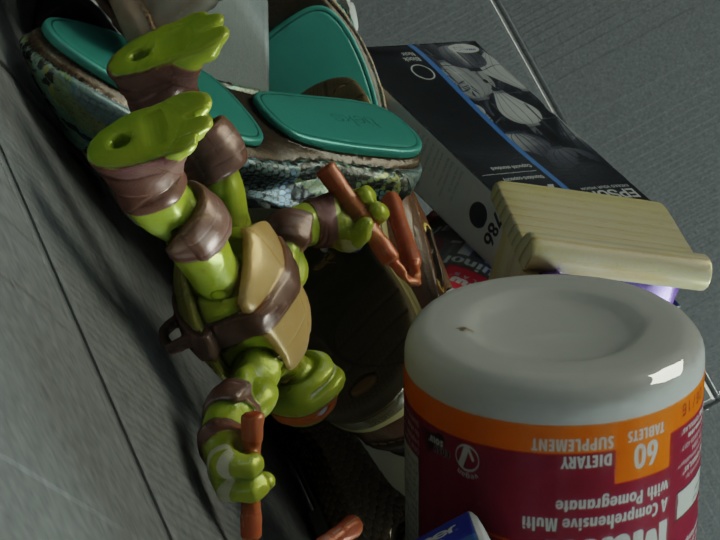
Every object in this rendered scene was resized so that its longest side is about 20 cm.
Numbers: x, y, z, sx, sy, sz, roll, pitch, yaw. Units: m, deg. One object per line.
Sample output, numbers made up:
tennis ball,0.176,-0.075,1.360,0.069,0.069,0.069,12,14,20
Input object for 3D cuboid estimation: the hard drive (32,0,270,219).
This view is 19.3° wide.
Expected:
hard drive,-0.086,-0.111,0.923,0.140,0.033,0.201,54,19,-33

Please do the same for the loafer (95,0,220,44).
loafer,-0.119,-0.148,0.807,0.200,0.063,0.072,37,-16,38

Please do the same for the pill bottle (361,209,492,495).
pill bottle,0.045,0.041,1.067,0.111,0.110,0.200,62,31,-13

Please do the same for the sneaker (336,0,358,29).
sneaker,-0.023,-0.101,1.158,0.201,0.077,0.091,59,7,-24

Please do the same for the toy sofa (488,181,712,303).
toy sofa,0.079,0.071,0.901,0.098,0.082,0.201,-110,-149,-58

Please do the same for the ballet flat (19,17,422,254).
ballet flat,-0.056,-0.041,0.810,0.199,0.074,0.075,13,40,-44

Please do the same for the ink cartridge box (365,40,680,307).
ink cartridge box,0.076,-0.049,1.081,0.099,0.039,0.200,-8,43,-40

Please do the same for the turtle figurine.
turtle figurine,-0.039,-0.005,0.733,0.162,0.064,0.201,66,31,-34

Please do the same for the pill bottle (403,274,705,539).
pill bottle,0.070,0.112,0.788,0.110,0.109,0.201,-112,-161,-67

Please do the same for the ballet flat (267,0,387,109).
ballet flat,-0.046,-0.129,1.079,0.201,0.068,0.067,63,-5,-10

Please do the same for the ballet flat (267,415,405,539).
ballet flat,-0.017,0.060,0.923,0.201,0.046,0.067,64,3,32

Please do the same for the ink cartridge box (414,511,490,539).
ink cartridge box,0.042,0.168,0.667,0.137,0.076,0.200,63,4,-12

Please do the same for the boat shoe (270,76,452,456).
boat shoe,0.000,0.000,0.920,0.068,0.072,0.201,44,23,-42
